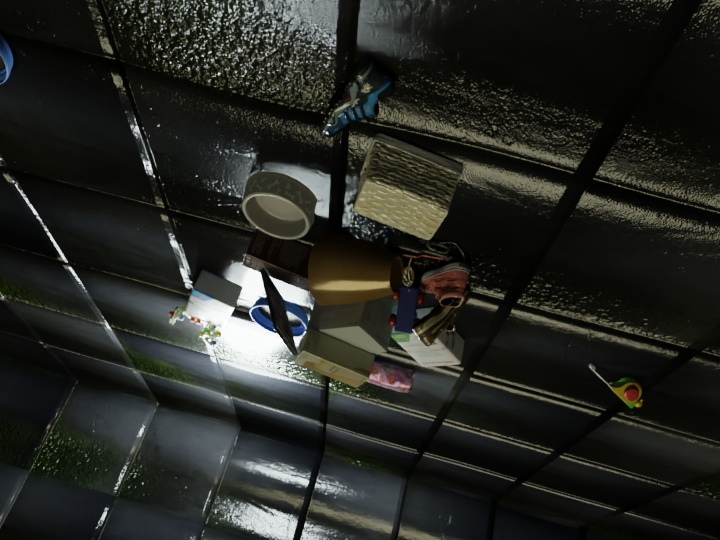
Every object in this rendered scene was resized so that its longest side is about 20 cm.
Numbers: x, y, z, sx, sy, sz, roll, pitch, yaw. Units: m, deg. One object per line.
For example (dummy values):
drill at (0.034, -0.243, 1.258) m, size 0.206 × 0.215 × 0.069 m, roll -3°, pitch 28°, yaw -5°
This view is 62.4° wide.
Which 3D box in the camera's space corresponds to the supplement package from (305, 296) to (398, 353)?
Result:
supplement package at (-0.015, 0.109, 1.641) m, size 0.189 × 0.203 × 0.147 m, roll -9°, pitch 141°, yaw 37°

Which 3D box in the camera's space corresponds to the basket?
basket at (0.094, -0.169, 1.233) m, size 0.197 × 0.125 × 0.136 m, roll 19°, pitch 150°, yaw -5°

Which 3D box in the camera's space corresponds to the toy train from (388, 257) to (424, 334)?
toy train at (0.136, 0.060, 1.605) m, size 0.083 × 0.204 × 0.116 m, roll 9°, pitch -172°, yaw 12°

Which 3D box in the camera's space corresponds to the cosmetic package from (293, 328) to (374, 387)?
cosmetic package at (-0.072, 0.240, 1.611) m, size 0.197 × 0.072 × 0.105 m, roll 24°, pitch 148°, yaw -11°

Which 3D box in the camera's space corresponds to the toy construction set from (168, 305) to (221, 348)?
toy construction set at (-0.573, 0.177, 2.082) m, size 0.198 × 0.133 × 0.092 m, roll 29°, pitch 146°, yaw -18°

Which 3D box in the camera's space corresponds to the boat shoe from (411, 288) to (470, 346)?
boat shoe at (0.223, 0.126, 1.556) m, size 0.075 × 0.201 × 0.075 m, roll 56°, pitch 156°, yaw -2°

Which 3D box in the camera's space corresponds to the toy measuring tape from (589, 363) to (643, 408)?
toy measuring tape at (0.763, 0.326, 1.747) m, size 0.200 × 0.074 × 0.073 m, roll 43°, pitch 144°, yaw -6°

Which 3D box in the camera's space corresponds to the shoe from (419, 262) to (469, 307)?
shoe at (0.207, 0.049, 1.522) m, size 0.070 × 0.093 × 0.200 m, roll 18°, pitch 159°, yaw -19°

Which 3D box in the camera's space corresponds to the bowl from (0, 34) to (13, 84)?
bowl at (-0.845, -0.490, 1.273) m, size 0.197 × 0.040 × 0.202 m, roll 13°, pitch 148°, yaw 8°

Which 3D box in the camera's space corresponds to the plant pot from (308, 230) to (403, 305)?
plant pot at (0.000, 0.000, 1.470) m, size 0.197 × 0.189 × 0.187 m, roll 4°, pitch 147°, yaw 25°

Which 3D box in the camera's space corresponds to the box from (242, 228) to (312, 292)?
box at (-0.210, -0.032, 1.616) m, size 0.197 × 0.101 × 0.075 m, roll 22°, pitch 149°, yaw -6°

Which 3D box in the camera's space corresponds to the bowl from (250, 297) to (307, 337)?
bowl at (-0.266, 0.154, 1.972) m, size 0.197 × 0.040 × 0.202 m, roll 13°, pitch 148°, yaw 8°

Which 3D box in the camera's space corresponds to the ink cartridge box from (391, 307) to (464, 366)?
ink cartridge box at (0.204, 0.204, 1.792) m, size 0.143 × 0.085 × 0.200 m, roll -10°, pitch 139°, yaw 37°

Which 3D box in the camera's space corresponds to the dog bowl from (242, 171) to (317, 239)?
dog bowl at (-0.201, -0.152, 1.465) m, size 0.197 × 0.059 × 0.201 m, roll 13°, pitch 148°, yaw 8°

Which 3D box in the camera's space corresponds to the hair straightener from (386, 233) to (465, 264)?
hair straightener at (0.163, -0.053, 1.456) m, size 0.197 × 0.041 × 0.077 m, roll 16°, pitch 149°, yaw 2°

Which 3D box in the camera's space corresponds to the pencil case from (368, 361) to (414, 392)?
pencil case at (0.093, 0.370, 2.107) m, size 0.196 × 0.089 × 0.088 m, roll 14°, pitch 149°, yaw 3°

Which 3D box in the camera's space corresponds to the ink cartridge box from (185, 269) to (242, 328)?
ink cartridge box at (-0.486, 0.097, 1.962) m, size 0.144 × 0.085 × 0.200 m, roll 25°, pitch 148°, yaw -12°

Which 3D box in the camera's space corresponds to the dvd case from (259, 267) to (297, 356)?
dvd case at (-0.216, 0.109, 1.573) m, size 0.016 × 0.202 × 0.150 m, roll -21°, pitch 141°, yaw 1°

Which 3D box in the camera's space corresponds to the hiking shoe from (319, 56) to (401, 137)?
hiking shoe at (-0.010, -0.304, 1.122) m, size 0.086 × 0.075 × 0.200 m, roll 28°, pitch 147°, yaw -17°
